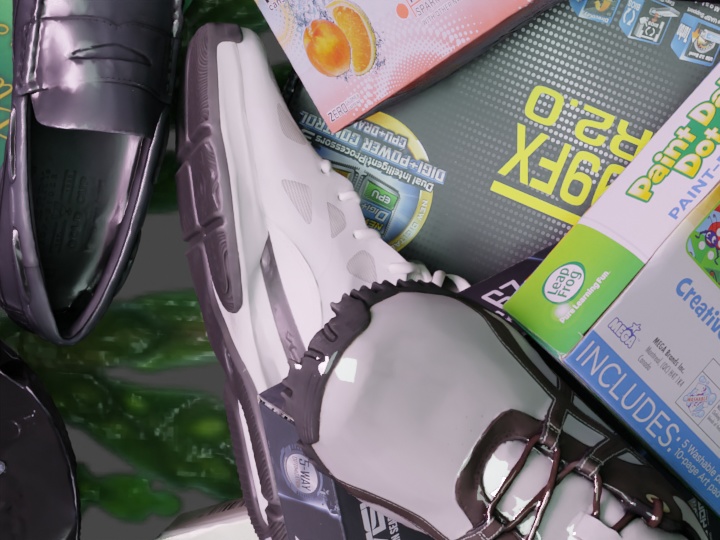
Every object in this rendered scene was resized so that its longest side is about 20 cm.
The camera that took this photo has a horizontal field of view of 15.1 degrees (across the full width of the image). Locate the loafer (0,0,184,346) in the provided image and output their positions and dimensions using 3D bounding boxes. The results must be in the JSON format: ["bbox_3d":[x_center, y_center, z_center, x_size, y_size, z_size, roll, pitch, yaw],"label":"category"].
[{"bbox_3d":[-0.096,-0.069,1.004,0.068,0.070,0.201,4,110,-26],"label":"loafer"}]

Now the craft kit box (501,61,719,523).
[{"bbox_3d":[0.174,-0.001,0.952,0.198,0.049,0.200,-46,130,0],"label":"craft kit box"}]

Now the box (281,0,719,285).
[{"bbox_3d":[0.071,-0.050,1.045,0.200,0.044,0.160,24,95,4],"label":"box"}]

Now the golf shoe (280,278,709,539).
[{"bbox_3d":[0.061,0.070,0.878,0.200,0.094,0.078,35,87,-39],"label":"golf shoe"}]

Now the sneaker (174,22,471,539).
[{"bbox_3d":[0.000,0.000,1.011,0.115,0.076,0.201,-11,85,-14],"label":"sneaker"}]

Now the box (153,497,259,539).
[{"bbox_3d":[-0.016,0.185,1.055,0.082,0.068,0.200,-15,91,5],"label":"box"}]

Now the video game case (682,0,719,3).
[{"bbox_3d":[0.145,-0.197,0.986,0.019,0.143,0.200,1,94,33],"label":"video game case"}]

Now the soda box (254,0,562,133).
[{"bbox_3d":[0.049,-0.122,0.935,0.200,0.064,0.068,-31,89,46],"label":"soda box"}]

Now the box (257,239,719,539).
[{"bbox_3d":[0.056,0.101,0.977,0.160,0.044,0.200,-26,122,-26],"label":"box"}]

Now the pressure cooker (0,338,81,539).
[{"bbox_3d":[-0.212,0.080,1.011,0.178,0.200,0.176,25,89,-30],"label":"pressure cooker"}]

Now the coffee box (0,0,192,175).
[{"bbox_3d":[-0.116,-0.136,1.034,0.123,0.044,0.200,30,97,-31],"label":"coffee box"}]
